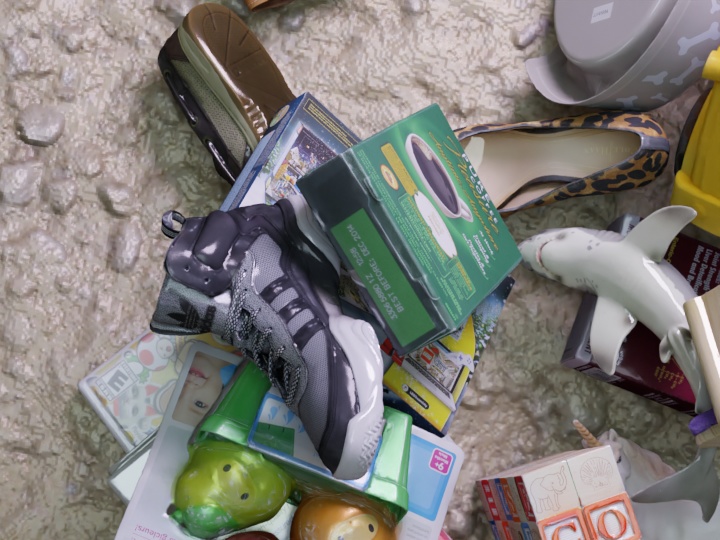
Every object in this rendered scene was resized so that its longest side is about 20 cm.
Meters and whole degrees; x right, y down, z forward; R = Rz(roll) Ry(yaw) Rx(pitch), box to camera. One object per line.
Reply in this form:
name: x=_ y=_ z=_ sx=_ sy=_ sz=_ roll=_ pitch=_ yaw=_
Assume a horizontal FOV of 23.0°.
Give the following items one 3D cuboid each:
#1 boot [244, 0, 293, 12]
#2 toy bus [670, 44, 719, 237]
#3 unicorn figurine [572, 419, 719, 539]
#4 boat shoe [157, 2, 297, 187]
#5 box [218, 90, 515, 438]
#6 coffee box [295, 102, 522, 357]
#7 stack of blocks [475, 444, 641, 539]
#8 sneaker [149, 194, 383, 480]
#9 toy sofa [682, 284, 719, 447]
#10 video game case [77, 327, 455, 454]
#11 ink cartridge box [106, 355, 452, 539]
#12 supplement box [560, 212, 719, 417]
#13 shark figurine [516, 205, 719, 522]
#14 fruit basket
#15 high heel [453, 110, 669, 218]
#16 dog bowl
boot: x=-0.098 y=-0.252 z=1.226 sx=0.199 sy=0.077 sz=0.156 roll=-14 pitch=88 yaw=-12
toy bus: x=0.287 y=-0.135 z=1.106 sx=0.135 sy=0.193 sz=0.200 roll=19 pitch=47 yaw=24
unicorn figurine: x=0.227 y=0.175 z=1.195 sx=0.199 sy=0.074 sz=0.138 roll=1 pitch=73 yaw=-18
boat shoe: x=-0.068 y=-0.085 z=1.205 sx=0.073 sy=0.065 sz=0.201 roll=-26 pitch=85 yaw=-46
box: x=0.000 y=0.000 z=1.152 sx=0.200 sy=0.038 sz=0.137 roll=41 pitch=53 yaw=-18
coffee box: x=0.036 y=-0.029 z=1.080 sx=0.044 sy=0.200 sz=0.123 roll=-29 pitch=94 yaw=21
stack of blocks: x=0.130 y=0.177 z=1.117 sx=0.058 sy=0.200 sz=0.116 roll=-18 pitch=83 yaw=-6
sneaker: x=-0.059 y=0.038 z=1.005 sx=0.113 sy=0.076 sz=0.201 roll=0 pitch=46 yaw=-20
toy sofa: x=0.291 y=0.056 z=1.109 sx=0.199 sy=0.098 sz=0.083 roll=4 pitch=63 yaw=-34
video game case: x=-0.061 y=0.102 z=1.203 sx=0.182 sy=0.023 sz=0.200 roll=-37 pitch=87 yaw=-7
ink cartridge box: x=-0.046 y=0.163 z=1.145 sx=0.145 sy=0.083 sz=0.200 roll=-39 pitch=88 yaw=-8
supplement box: x=0.250 y=0.049 z=1.210 sx=0.199 sy=0.061 sz=0.110 roll=21 pitch=82 yaw=-2
shark figurine: x=0.204 y=0.045 z=1.140 sx=0.128 sy=0.089 sz=0.215 roll=-35 pitch=72 yaw=26
fruit basket: x=-0.048 y=0.159 z=1.042 sx=0.184 sy=0.094 sz=0.201 roll=22 pitch=61 yaw=-2
high heel: x=0.100 y=-0.072 z=1.173 sx=0.198 sy=0.143 sz=0.072 roll=-6 pitch=85 yaw=-4
dog bowl: x=0.187 y=-0.196 z=1.174 sx=0.058 sy=0.200 sz=0.201 roll=19 pitch=82 yaw=-25
